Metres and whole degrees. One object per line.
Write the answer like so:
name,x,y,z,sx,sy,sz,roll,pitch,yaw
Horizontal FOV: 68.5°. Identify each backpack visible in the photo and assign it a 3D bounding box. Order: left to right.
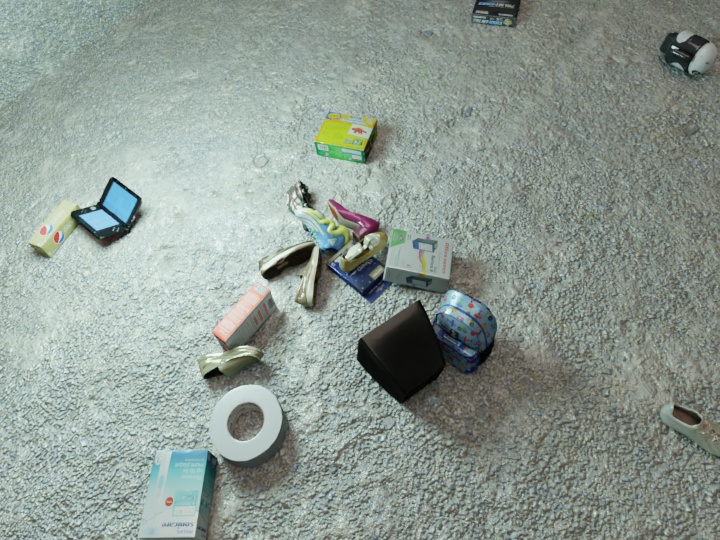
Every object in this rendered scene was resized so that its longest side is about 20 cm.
backpack,0.276,0.158,1.434,0.181,0.202,0.135,33,65,24

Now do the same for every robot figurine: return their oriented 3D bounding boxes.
robot figurine,1.257,-0.836,2.030,0.150,0.125,0.200,-42,60,-1

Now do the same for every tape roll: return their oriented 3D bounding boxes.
tape roll,-0.298,0.413,1.410,0.195,0.067,0.204,-3,57,5

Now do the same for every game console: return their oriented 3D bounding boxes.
game console,-0.890,-0.220,1.850,0.198,0.121,0.171,32,37,24

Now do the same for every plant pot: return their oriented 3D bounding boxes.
plant pot,0.119,0.232,1.416,0.197,0.201,0.179,-31,69,-15

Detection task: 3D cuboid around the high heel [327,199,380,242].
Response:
high heel,-0.026,-0.185,1.777,0.095,0.068,0.201,-34,70,-18

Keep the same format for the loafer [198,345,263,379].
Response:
loafer,-0.369,0.269,1.511,0.195,0.076,0.070,-14,56,9

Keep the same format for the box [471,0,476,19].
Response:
box,0.610,-1.177,2.369,0.195,0.050,0.202,13,58,15

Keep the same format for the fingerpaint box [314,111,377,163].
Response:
fingerpaint box,-0.052,-0.498,1.977,0.195,0.074,0.170,12,60,13

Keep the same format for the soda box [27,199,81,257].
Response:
soda box,-1.067,-0.149,1.864,0.066,0.065,0.203,16,60,16

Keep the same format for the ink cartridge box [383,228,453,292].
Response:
ink cartridge box,0.179,-0.030,1.622,0.195,0.088,0.148,13,59,1

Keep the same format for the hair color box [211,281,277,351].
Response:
hair color box,-0.340,0.144,1.570,0.060,0.102,0.201,29,63,23

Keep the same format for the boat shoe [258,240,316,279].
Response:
boat shoe,-0.240,-0.052,1.706,0.199,0.076,0.075,-26,51,-11

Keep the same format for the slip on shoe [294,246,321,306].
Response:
slip on shoe,-0.161,0.015,1.653,0.059,0.076,0.205,3,67,8

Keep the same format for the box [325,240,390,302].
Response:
box,0.000,0.000,1.670,0.199,0.033,0.121,38,68,25

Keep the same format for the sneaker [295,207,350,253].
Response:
sneaker,-0.131,-0.123,1.710,0.196,0.076,0.107,23,70,-9

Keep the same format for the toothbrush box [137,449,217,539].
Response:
toothbrush box,-0.450,0.561,1.318,0.142,0.086,0.204,-2,58,5

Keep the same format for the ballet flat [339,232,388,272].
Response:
ballet flat,0.014,-0.070,1.657,0.068,0.064,0.199,37,64,26

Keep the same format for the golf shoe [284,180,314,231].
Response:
golf shoe,-0.207,-0.208,1.817,0.087,0.077,0.204,-27,57,20

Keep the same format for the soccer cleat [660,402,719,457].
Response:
soccer cleat,0.840,0.392,1.292,0.197,0.078,0.070,27,63,21
